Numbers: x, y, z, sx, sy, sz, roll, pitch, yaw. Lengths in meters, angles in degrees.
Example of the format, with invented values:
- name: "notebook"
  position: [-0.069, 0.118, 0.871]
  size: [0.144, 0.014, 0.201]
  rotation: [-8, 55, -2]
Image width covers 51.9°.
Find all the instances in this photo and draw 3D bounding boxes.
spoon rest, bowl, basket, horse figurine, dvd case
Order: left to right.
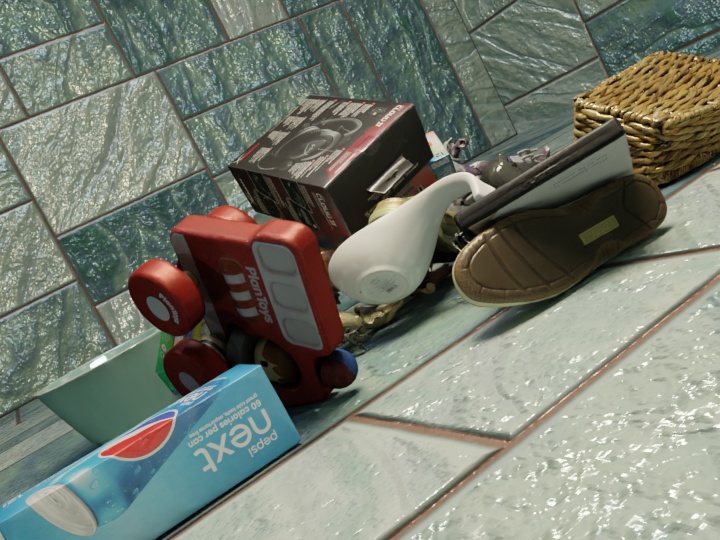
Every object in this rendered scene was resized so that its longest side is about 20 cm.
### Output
- name: "bowl"
  position: [-0.294, 0.150, 0.945]
  size: [0.201, 0.105, 0.201]
  rotation: [-26, 6, 3]
- name: "horse figurine"
  position: [0.000, 0.000, 0.825]
  size: [0.200, 0.050, 0.133]
  rotation: [13, -13, -23]
- name: "spoon rest"
  position: [0.051, -0.029, 0.709]
  size: [0.200, 0.099, 0.061]
  rotation: [-37, 40, 36]
- name: "dvd case"
  position: [0.172, -0.056, 0.650]
  size: [0.143, 0.018, 0.200]
  rotation: [-32, -20, 16]
- name: "basket"
  position: [0.349, -0.146, 0.852]
  size: [0.200, 0.149, 0.143]
  rotation: [-31, 40, -33]

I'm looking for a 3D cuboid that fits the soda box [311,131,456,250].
- name: "soda box"
  position: [0.017, -0.086, 0.881]
  size: [0.200, 0.064, 0.068]
  rotation: [-25, 37, 5]

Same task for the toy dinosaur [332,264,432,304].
- name: "toy dinosaur"
  position: [0.022, -0.014, 0.960]
  size: [0.200, 0.086, 0.136]
  rotation: [-14, 10, 22]

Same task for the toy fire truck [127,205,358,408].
- name: "toy fire truck"
  position: [-0.085, 0.042, 0.626]
  size: [0.168, 0.200, 0.112]
  rotation: [11, 40, 34]

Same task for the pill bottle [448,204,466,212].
- name: "pill bottle"
  position: [0.072, -0.059, 1.077]
  size: [0.200, 0.112, 0.112]
  rotation: [-27, 6, -1]

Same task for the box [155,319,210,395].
- name: "box"
  position: [-0.129, 0.060, 0.848]
  size: [0.200, 0.048, 0.117]
  rotation: [-18, -44, -42]

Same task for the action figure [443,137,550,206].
- name: "action figure"
  position: [0.153, -0.124, 0.965]
  size: [0.200, 0.130, 0.069]
  rotation: [1, -43, -14]

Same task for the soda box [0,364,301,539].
- name: "soda box"
  position: [-0.149, 0.146, 0.535]
  size: [0.200, 0.068, 0.064]
  rotation: [-30, 7, -26]

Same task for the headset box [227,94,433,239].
- name: "headset box"
  position: [-0.029, -0.122, 0.835]
  size: [0.200, 0.077, 0.149]
  rotation: [18, 57, 44]

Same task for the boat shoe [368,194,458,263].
- name: "boat shoe"
  position: [0.068, -0.053, 0.812]
  size: [0.073, 0.063, 0.201]
  rotation: [-8, -13, 30]

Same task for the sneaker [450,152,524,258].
- name: "sneaker"
  position: [0.136, -0.044, 0.750]
  size: [0.091, 0.076, 0.200]
  rotation: [-39, -22, -6]

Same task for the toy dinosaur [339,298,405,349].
- name: "toy dinosaur"
  position: [-0.039, 0.058, 0.766]
  size: [0.200, 0.048, 0.088]
  rotation: [-5, 0, -15]

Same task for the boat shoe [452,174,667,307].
- name: "boat shoe"
  position: [0.160, -0.016, 0.619]
  size: [0.200, 0.072, 0.076]
  rotation: [-19, -9, -17]
